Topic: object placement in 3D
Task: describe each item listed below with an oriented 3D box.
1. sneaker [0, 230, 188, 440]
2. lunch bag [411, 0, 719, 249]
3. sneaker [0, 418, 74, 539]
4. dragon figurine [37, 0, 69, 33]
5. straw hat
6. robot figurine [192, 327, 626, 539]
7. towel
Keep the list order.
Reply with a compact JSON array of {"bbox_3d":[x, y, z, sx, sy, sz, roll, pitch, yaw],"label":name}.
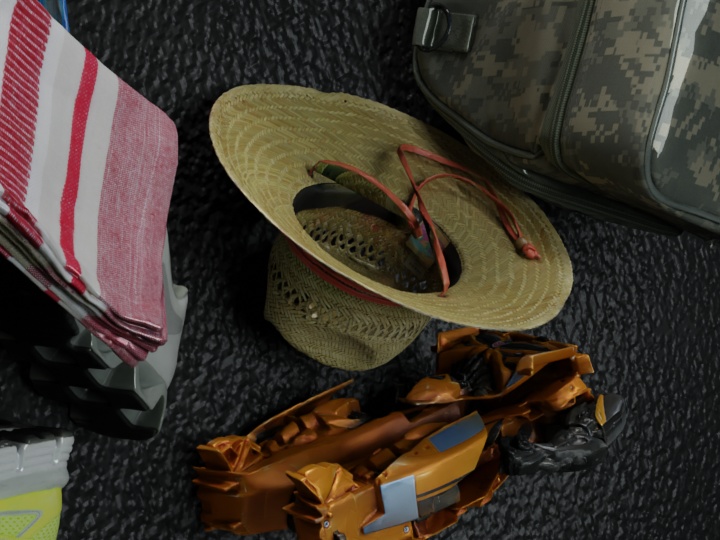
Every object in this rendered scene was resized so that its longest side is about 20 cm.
[{"bbox_3d":[-0.128,-0.012,1.267,0.200,0.074,0.089,61,44,-56],"label":"sneaker"},{"bbox_3d":[0.140,-0.092,1.485,0.200,0.167,0.140,16,89,-50],"label":"lunch bag"},{"bbox_3d":[-0.194,0.116,1.207,0.199,0.078,0.091,-7,101,-45],"label":"sneaker"},{"bbox_3d":[-0.162,-0.105,1.257,0.099,0.059,0.201,-22,105,-45],"label":"dragon figurine"},{"bbox_3d":[0.000,0.000,1.399,0.200,0.201,0.085,0,129,-46],"label":"straw hat"},{"bbox_3d":[0.028,0.078,1.397,0.199,0.145,0.059,-24,112,-34],"label":"robot figurine"},{"bbox_3d":[-0.141,-0.070,1.174,0.200,0.023,0.145,44,29,-34],"label":"towel"}]
